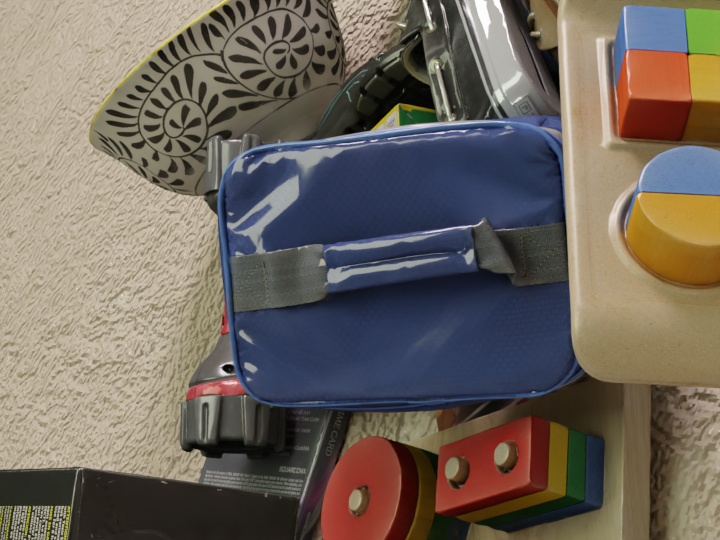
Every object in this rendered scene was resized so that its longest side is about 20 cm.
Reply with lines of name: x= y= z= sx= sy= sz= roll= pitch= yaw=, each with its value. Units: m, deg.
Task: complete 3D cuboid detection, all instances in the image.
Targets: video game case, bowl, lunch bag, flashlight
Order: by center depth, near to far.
lunch bag: x=0.037 y=-0.003 z=0.968 sx=0.199 sy=0.132 sz=0.136 roll=-6 pitch=93 yaw=20
flashlight: x=-0.078 y=0.015 z=1.266 sx=0.068 sy=0.068 sz=0.201 roll=78 pitch=-169 yaw=-77
video game case: x=-0.046 y=0.080 z=1.292 sx=0.143 sy=0.019 sz=0.201 roll=-4 pitch=65 yaw=58
bowl: x=-0.077 y=-0.108 z=1.374 sx=0.201 sy=0.201 sz=0.094 roll=-41 pitch=81 yaw=38

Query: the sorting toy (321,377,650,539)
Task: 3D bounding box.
sorting toy: x=0.047 y=0.161 z=0.992 sx=0.199 sy=0.069 sz=0.201 roll=-25 pitch=54 yaw=48

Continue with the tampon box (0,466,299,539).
tampon box: x=-0.153 y=0.190 z=1.232 sx=0.200 sy=0.150 sz=0.127 roll=-9 pitch=73 yaw=58

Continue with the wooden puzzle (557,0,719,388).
wooden puzzle: x=0.178 y=-0.046 z=0.842 sx=0.046 sy=0.185 sz=0.200 roll=98 pitch=175 yaw=-58

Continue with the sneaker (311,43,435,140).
sneaker: x=0.020 y=-0.112 z=1.261 sx=0.200 sy=0.075 sz=0.079 roll=-40 pitch=32 yaw=44

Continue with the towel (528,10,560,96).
towel: x=0.092 y=-0.082 z=1.149 sx=0.200 sy=0.048 sz=0.112 roll=-60 pitch=29 yaw=12

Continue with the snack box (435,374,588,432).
snack box: x=0.108 y=0.024 z=1.064 sx=0.200 sy=0.024 sz=0.072 roll=-44 pitch=37 yaw=36

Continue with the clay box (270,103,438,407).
clay box: x=0.000 y=0.000 z=1.155 sx=0.200 sy=0.047 sz=0.115 roll=139 pitch=134 yaw=-58

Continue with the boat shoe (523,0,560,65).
boat shoe: x=0.116 y=-0.141 z=1.049 sx=0.200 sy=0.076 sz=0.072 roll=46 pitch=111 yaw=27

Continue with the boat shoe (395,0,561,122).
boat shoe: x=0.051 y=-0.131 z=1.092 sx=0.071 sy=0.072 sz=0.200 roll=-31 pitch=39 yaw=16
